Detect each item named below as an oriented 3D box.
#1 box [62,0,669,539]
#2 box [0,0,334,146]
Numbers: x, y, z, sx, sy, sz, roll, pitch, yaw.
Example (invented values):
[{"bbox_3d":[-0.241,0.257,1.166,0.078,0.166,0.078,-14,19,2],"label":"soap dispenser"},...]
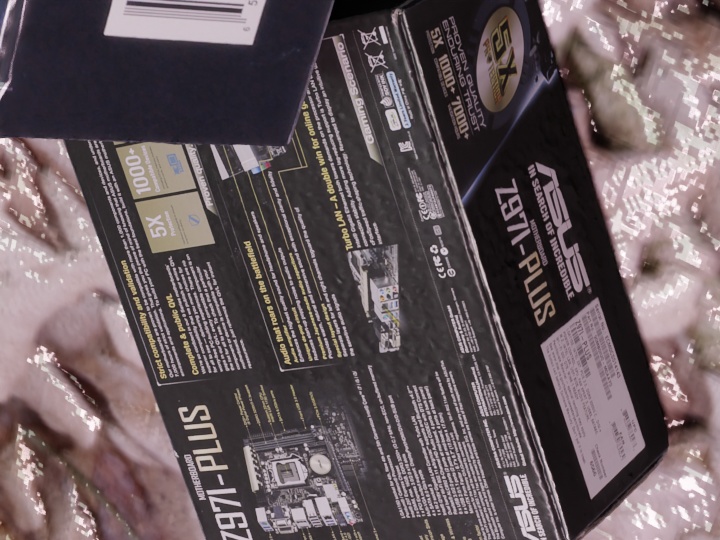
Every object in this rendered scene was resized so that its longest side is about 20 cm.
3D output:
[{"bbox_3d":[0.000,0.000,0.914,0.164,0.086,0.200,-9,106,36],"label":"box"},{"bbox_3d":[-0.080,-0.158,0.816,0.200,0.107,0.149,-116,35,-47],"label":"box"}]
